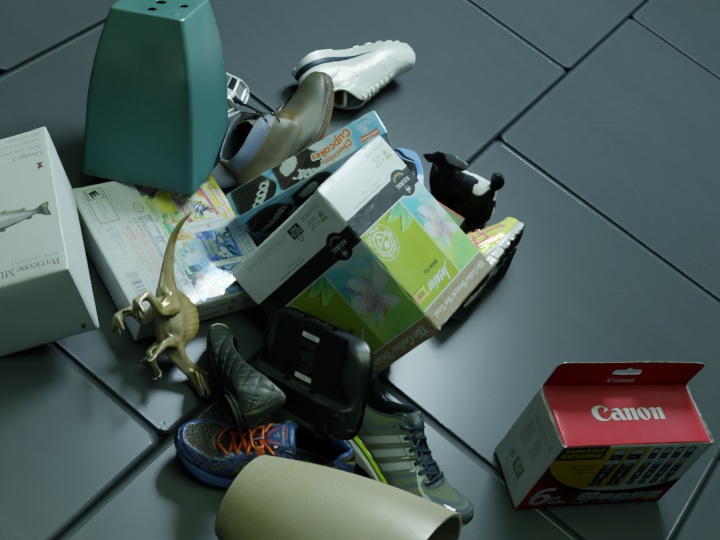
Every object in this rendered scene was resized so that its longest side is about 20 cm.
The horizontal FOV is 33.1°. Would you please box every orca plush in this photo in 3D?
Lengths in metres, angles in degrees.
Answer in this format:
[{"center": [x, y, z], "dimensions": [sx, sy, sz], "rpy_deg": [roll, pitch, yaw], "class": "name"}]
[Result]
[{"center": [0.137, -0.089, 1.557], "dimensions": [0.104, 0.200, 0.072], "rpy_deg": [-7, 72, 4], "class": "orca plush"}]

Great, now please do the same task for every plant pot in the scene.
[{"center": [-0.238, -0.220, 1.428], "dimensions": [0.140, 0.202, 0.142], "rpy_deg": [11, 30, 9], "class": "plant pot"}, {"center": [-0.035, 0.265, 1.161], "dimensions": [0.199, 0.188, 0.187], "rpy_deg": [28, 44, 20], "class": "plant pot"}]

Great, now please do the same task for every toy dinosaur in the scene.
[{"center": [-0.213, 0.043, 1.303], "dimensions": [0.101, 0.058, 0.202], "rpy_deg": [-13, 95, -49], "class": "toy dinosaur"}]

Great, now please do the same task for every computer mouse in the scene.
[{"center": [-0.186, -0.228, 1.597], "dimensions": [0.199, 0.044, 0.110], "rpy_deg": [31, 59, 14], "class": "computer mouse"}]

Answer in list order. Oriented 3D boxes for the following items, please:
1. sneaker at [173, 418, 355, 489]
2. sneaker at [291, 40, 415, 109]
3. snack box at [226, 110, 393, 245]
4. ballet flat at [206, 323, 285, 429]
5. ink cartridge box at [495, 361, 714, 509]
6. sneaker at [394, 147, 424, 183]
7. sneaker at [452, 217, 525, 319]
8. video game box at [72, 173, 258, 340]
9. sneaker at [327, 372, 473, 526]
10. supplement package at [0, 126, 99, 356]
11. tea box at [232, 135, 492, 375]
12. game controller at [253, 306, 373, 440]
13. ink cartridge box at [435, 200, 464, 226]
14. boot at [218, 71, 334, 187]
[{"center": [-0.095, 0.183, 1.259], "dimensions": [0.198, 0.079, 0.076], "rpy_deg": [10, 47, -15], "class": "sneaker"}, {"center": [-0.001, -0.269, 1.716], "dimensions": [0.199, 0.076, 0.081], "rpy_deg": [-18, 71, -29], "class": "sneaker"}, {"center": [-0.053, -0.106, 1.439], "dimensions": [0.199, 0.116, 0.037], "rpy_deg": [-30, 73, 1], "class": "snack box"}, {"center": [-0.126, 0.110, 1.281], "dimensions": [0.056, 0.067, 0.200], "rpy_deg": [-18, 27, -11], "class": "ballet flat"}, {"center": [0.280, 0.184, 1.356], "dimensions": [0.198, 0.176, 0.084], "rpy_deg": [1, 50, -22], "class": "ink cartridge box"}, {"center": [0.034, -0.088, 1.562], "dimensions": [0.077, 0.070, 0.201], "rpy_deg": [17, 47, -19], "class": "sneaker"}, {"center": [0.140, -0.022, 1.549], "dimensions": [0.090, 0.079, 0.200], "rpy_deg": [31, 41, 18], "class": "sneaker"}, {"center": [-0.221, -0.028, 1.413], "dimensions": [0.181, 0.047, 0.201], "rpy_deg": [-17, 60, -31], "class": "video game box"}, {"center": [0.047, 0.194, 1.297], "dimensions": [0.200, 0.081, 0.074], "rpy_deg": [42, 26, 13], "class": "sneaker"}, {"center": [-0.359, -0.031, 1.282], "dimensions": [0.116, 0.118, 0.201], "rpy_deg": [-16, 55, -6], "class": "supplement package"}, {"center": [0.000, 0.000, 1.346], "dimensions": [0.197, 0.200, 0.134], "rpy_deg": [47, 47, -3], "class": "tea box"}, {"center": [-0.051, 0.104, 1.273], "dimensions": [0.042, 0.105, 0.199], "rpy_deg": [18, 1, -35], "class": "game controller"}, {"center": [0.050, -0.031, 1.426], "dimensions": [0.109, 0.201, 0.050], "rpy_deg": [33, 44, 7], "class": "ink cartridge box"}, {"center": [-0.102, -0.182, 1.509], "dimensions": [0.074, 0.097, 0.201], "rpy_deg": [9, 68, 40], "class": "boot"}]
